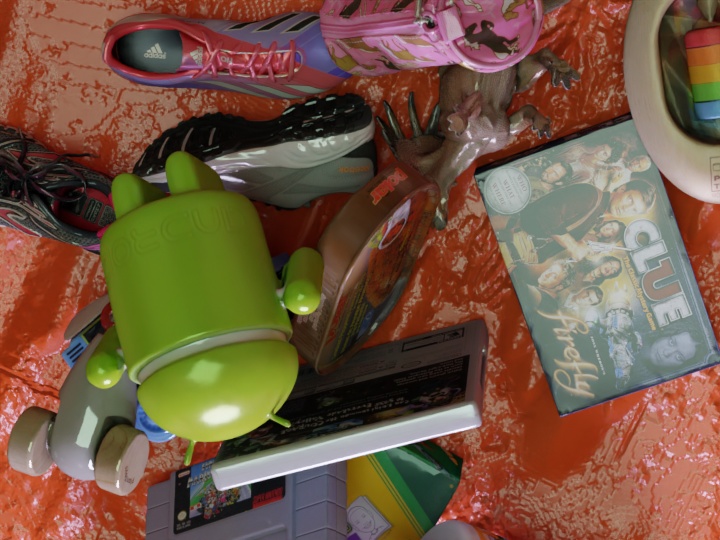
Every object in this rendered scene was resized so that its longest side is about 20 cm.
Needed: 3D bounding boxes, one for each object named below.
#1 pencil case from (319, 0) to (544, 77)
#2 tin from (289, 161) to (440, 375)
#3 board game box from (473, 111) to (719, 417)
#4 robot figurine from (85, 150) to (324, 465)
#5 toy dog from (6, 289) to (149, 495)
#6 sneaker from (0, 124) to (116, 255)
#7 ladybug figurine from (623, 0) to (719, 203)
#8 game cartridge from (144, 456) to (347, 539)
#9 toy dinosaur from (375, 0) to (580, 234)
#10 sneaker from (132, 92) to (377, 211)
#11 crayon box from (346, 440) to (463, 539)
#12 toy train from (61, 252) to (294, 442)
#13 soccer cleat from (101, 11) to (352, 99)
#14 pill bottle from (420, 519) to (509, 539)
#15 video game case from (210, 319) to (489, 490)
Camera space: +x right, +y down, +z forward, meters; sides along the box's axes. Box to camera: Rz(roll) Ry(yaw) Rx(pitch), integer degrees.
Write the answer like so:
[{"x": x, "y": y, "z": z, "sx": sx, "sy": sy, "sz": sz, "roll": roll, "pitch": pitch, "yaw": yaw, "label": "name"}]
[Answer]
[{"x": 0.044, "y": -0.176, "z": 1.206, "sx": 0.086, "sy": 0.199, "sz": 0.083, "roll": 36, "pitch": 79, "yaw": -24, "label": "pencil case"}, {"x": 0.000, "y": 0.000, "z": 1.277, "sx": 0.042, "sy": 0.112, "sz": 0.201, "roll": 36, "pitch": 143, "yaw": 12, "label": "tin"}, {"x": 0.182, "y": -0.005, "z": 1.320, "sx": 0.134, "sy": 0.035, "sz": 0.202, "roll": -19, "pitch": 99, "yaw": 11, "label": "board game box"}, {"x": -0.110, "y": 0.025, "z": 1.181, "sx": 0.174, "sy": 0.116, "sz": 0.202, "roll": -20, "pitch": 74, "yaw": 10, "label": "robot figurine"}, {"x": -0.179, "y": 0.078, "z": 1.289, "sx": 0.131, "sy": 0.096, "sz": 0.201, "roll": 36, "pitch": 84, "yaw": 15, "label": "toy dog"}, {"x": -0.253, "y": -0.068, "z": 1.334, "sx": 0.198, "sy": 0.075, "sz": 0.082, "roll": 15, "pitch": 88, "yaw": 7, "label": "sneaker"}, {"x": 0.259, "y": -0.146, "z": 1.258, "sx": 0.134, "sy": 0.072, "sz": 0.203, "roll": -4, "pitch": 100, "yaw": 10, "label": "ladybug figurine"}, {"x": -0.093, "y": 0.201, "z": 1.333, "sx": 0.199, "sy": 0.038, "sz": 0.131, "roll": -23, "pitch": 59, "yaw": 34, "label": "game cartridge"}, {"x": 0.082, "y": -0.135, "z": 1.282, "sx": 0.085, "sy": 0.135, "sz": 0.202, "roll": 33, "pitch": 75, "yaw": -27, "label": "toy dinosaur"}, {"x": -0.081, "y": -0.077, "z": 1.321, "sx": 0.198, "sy": 0.074, "sz": 0.080, "roll": -5, "pitch": 126, "yaw": 14, "label": "sneaker"}, {"x": -0.016, "y": 0.212, "z": 1.382, "sx": 0.118, "sy": 0.058, "sz": 0.201, "roll": 28, "pitch": 105, "yaw": 0, "label": "crayon box"}, {"x": -0.132, "y": 0.047, "z": 1.349, "sx": 0.199, "sy": 0.087, "sz": 0.115, "roll": -39, "pitch": 90, "yaw": 14, "label": "toy train"}, {"x": -0.097, "y": -0.162, "z": 1.299, "sx": 0.197, "sy": 0.077, "sz": 0.068, "roll": 4, "pitch": 103, "yaw": 7, "label": "soccer cleat"}, {"x": 0.134, "y": 0.275, "z": 1.330, "sx": 0.198, "sy": 0.112, "sz": 0.113, "roll": 24, "pitch": 106, "yaw": -22, "label": "pill bottle"}, {"x": -0.003, "y": 0.098, "z": 1.291, "sx": 0.198, "sy": 0.182, "sz": 0.024, "roll": -15, "pitch": 105, "yaw": 10, "label": "video game case"}]
